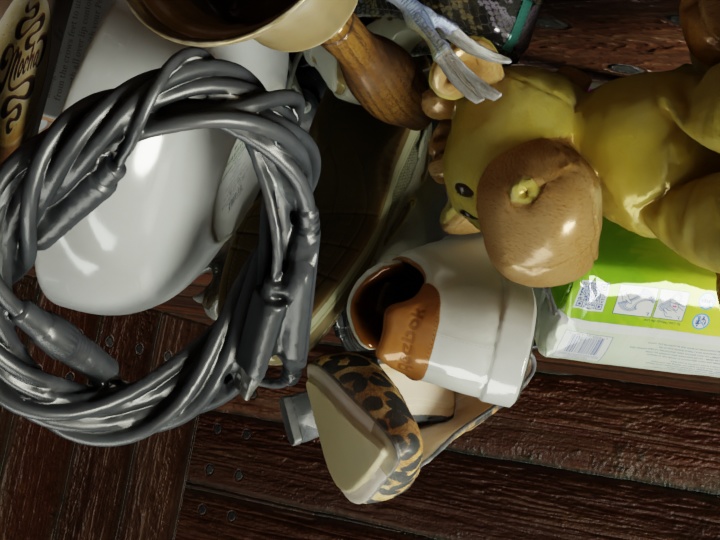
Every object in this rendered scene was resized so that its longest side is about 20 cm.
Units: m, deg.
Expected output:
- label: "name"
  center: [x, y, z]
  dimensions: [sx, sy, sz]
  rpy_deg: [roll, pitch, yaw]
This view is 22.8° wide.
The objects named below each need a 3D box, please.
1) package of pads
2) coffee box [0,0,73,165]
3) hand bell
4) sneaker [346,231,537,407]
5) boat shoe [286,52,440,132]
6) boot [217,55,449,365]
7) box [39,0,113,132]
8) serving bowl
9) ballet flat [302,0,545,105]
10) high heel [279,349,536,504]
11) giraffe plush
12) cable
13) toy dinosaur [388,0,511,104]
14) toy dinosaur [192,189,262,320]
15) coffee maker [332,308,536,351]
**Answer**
- label: "package of pads"
  center: [0.156, -0.025, 0.954]
  dimensions: [0.154, 0.068, 0.200]
  rpy_deg: [7, -144, -13]
- label: "coffee box"
  center: [-0.186, -0.099, 0.788]
  dimensions: [0.079, 0.201, 0.113]
  rpy_deg: [13, 175, 7]
- label: "hand bell"
  center: [-0.009, -0.104, 0.767]
  dimensions: [0.104, 0.105, 0.200]
  rpy_deg: [8, 166, 27]
- label: "sneaker"
  center: [0.038, 0.005, 0.882]
  dimensions: [0.084, 0.073, 0.200]
  rpy_deg: [11, -167, -1]
- label: "boat shoe"
  center: [-0.027, -0.109, 1.034]
  dimensions: [0.199, 0.076, 0.060]
  rpy_deg: [1, 180, -30]
- label: "boot"
  center: [0.000, 0.000, 0.956]
  dimensions: [0.072, 0.201, 0.155]
  rpy_deg: [10, 145, 23]
- label: "box"
  center: [-0.218, -0.135, 0.948]
  dimensions: [0.199, 0.107, 0.152]
  rpy_deg: [15, 173, -33]
- label: "serving bowl"
  center: [-0.084, -0.064, 0.879]
  dimensions: [0.066, 0.201, 0.200]
  rpy_deg: [23, 175, 9]
- label: "ballet flat"
  center: [0.012, -0.117, 0.888]
  dimensions: [0.072, 0.072, 0.200]
  rpy_deg: [16, 172, -36]
- label: "high heel"
  center: [0.044, 0.062, 0.894]
  dimensions: [0.142, 0.072, 0.200]
  rpy_deg: [-14, -176, -13]
- label: "giraffe plush"
  center: [0.111, -0.052, 0.790]
  dimensions: [0.161, 0.173, 0.200]
  rpy_deg: [-6, -155, -1]
- label: "cable"
  center: [-0.095, -0.011, 0.786]
  dimensions: [0.162, 0.201, 0.051]
  rpy_deg: [-5, -141, -14]
- label: "toy dinosaur"
  center: [0.010, -0.165, 0.623]
  dimensions: [0.200, 0.105, 0.181]
  rpy_deg: [47, -168, 7]
- label: "toy dinosaur"
  center: [-0.021, -0.048, 1.086]
  dimensions: [0.102, 0.200, 0.077]
  rpy_deg: [29, 147, 20]
- label: "coffee maker"
  center: [0.108, 0.008, 1.297]
  dimensions: [0.135, 0.192, 0.200]
  rpy_deg: [55, 153, -2]
